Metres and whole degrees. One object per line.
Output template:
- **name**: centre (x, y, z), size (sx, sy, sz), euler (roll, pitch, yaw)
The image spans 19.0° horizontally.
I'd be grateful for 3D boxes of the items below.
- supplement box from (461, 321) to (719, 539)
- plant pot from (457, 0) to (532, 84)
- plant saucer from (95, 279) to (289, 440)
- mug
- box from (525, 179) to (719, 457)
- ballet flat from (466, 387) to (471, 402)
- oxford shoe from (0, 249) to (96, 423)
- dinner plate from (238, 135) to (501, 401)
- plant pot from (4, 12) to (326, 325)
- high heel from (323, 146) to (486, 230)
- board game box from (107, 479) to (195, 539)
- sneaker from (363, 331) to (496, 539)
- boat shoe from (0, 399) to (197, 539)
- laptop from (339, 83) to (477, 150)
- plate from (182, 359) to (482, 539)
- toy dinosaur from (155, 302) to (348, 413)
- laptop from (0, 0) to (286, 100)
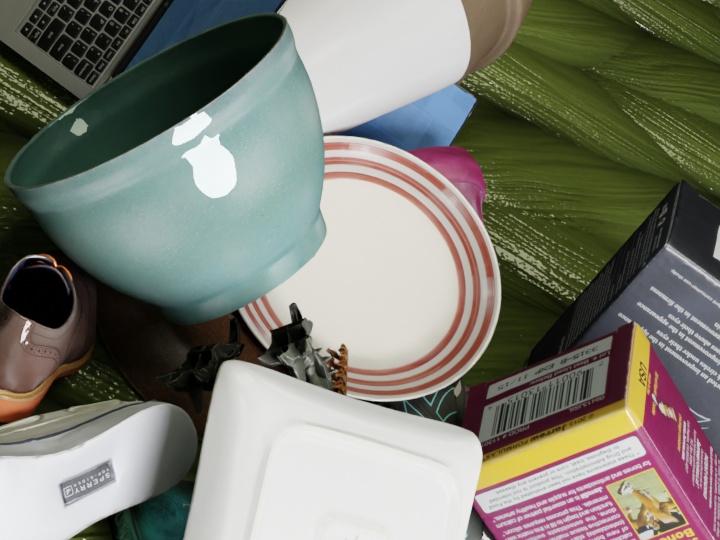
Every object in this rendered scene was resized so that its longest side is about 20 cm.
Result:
- **supplement box**: centre (0.167, 0.154, 1.393), size (0.200, 0.131, 0.103), euler (57, 25, -22)
- **plant pot**: centre (0.025, -0.200, 1.725), size (0.200, 0.200, 0.175), euler (33, 49, -10)
- **plant saucer**: centre (-0.083, 0.034, 1.434), size (0.200, 0.037, 0.201), euler (25, 38, -21)
- **mug**: centre (-0.036, -0.167, 1.539), size (0.153, 0.150, 0.186), euler (-34, 32, -21)
- **box**: centre (0.226, 0.063, 1.566), size (0.148, 0.200, 0.104), euler (36, 32, -6)
- **ballet flat**: centre (0.129, 0.131, 1.506), size (0.200, 0.071, 0.069), euler (38, 33, -2)
- **oxford shoe**: centre (-0.188, 0.022, 1.301), size (0.071, 0.073, 0.200), euler (27, 21, -6)
- **dinner plate**: centre (0.000, 0.000, 1.455), size (0.199, 0.024, 0.201), euler (8, 61, -16)
- **plant pot**: centre (-0.101, -0.052, 1.338), size (0.135, 0.200, 0.200), euler (60, 27, -19)
- **high heel**: centre (-0.004, -0.066, 1.548), size (0.199, 0.068, 0.096), euler (4, 43, -11)
- **board game box**: centre (-0.051, 0.193, 1.288), size (0.199, 0.028, 0.136), euler (13, 40, -35)
- **sneaker**: centre (0.032, 0.107, 1.435), size (0.079, 0.075, 0.200), euler (8, 43, -36)
- **boat shoe**: centre (-0.190, 0.117, 1.211), size (0.199, 0.071, 0.070), euler (-22, 20, -35)
- **laptop**: centre (-0.032, -0.090, 1.575), size (0.187, 0.116, 0.200), euler (32, 33, -10)
- **plate**: centre (-0.014, 0.170, 1.232), size (0.199, 0.032, 0.201), euler (19, 76, -35)
- **toy dinosaur**: centre (-0.050, 0.102, 1.309), size (0.200, 0.102, 0.136), euler (-96, 162, -70)
- **laptop**: centre (-0.161, -0.198, 1.471), size (0.200, 0.188, 0.116), euler (37, 9, -4)
